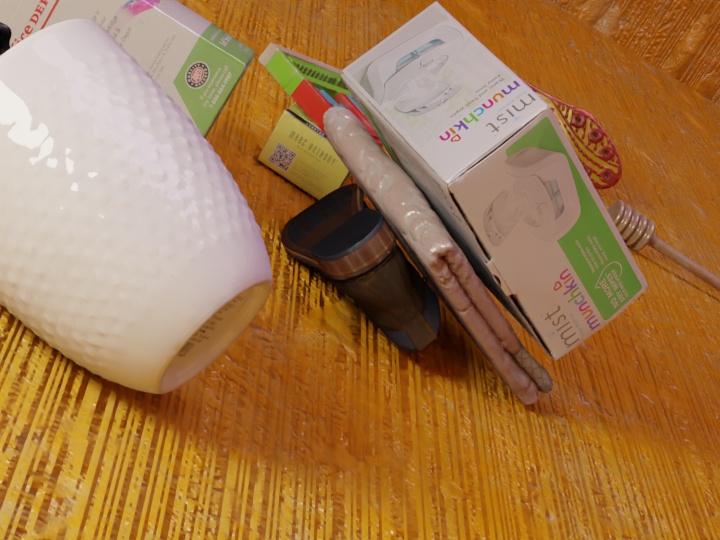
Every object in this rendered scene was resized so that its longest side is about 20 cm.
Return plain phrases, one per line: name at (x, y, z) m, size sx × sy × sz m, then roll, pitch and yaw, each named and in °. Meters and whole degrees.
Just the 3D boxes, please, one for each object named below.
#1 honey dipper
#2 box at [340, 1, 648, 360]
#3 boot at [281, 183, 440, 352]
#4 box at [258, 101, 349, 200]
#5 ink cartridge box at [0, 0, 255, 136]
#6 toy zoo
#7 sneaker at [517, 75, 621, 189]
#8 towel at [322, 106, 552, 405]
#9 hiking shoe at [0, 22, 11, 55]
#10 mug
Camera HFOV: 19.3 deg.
honey dipper at (0.342, -0.009, 2.230) m, size 0.199 × 0.038 × 0.038 m, roll 31°, pitch 16°, yaw -17°
box at (0.095, -0.063, 1.531) m, size 0.200 × 0.096 × 0.177 m, roll 56°, pitch -5°, yaw -40°
boot at (0.000, 0.000, 1.542) m, size 0.097 × 0.074 × 0.200 m, roll 56°, pitch -1°, yaw -16°
box at (-0.029, -0.114, 1.798) m, size 0.075 × 0.050 × 0.200 m, roll 33°, pitch 17°, yaw -2°
ink cartridge box at (-0.189, -0.155, 1.493) m, size 0.199 × 0.118 × 0.067 m, roll 32°, pitch 15°, yaw -5°
toy zoo at (0.013, -0.105, 1.732) m, size 0.200 × 0.020 × 0.131 m, roll 49°, pitch 18°, yaw 29°
sneaker at (0.215, -0.164, 2.371) m, size 0.200 × 0.073 × 0.077 m, roll 40°, pitch 8°, yaw 14°
towel at (0.056, -0.012, 1.562) m, size 0.191 × 0.032 × 0.200 m, roll 54°, pitch -1°, yaw -41°
hiking shoe at (-0.199, -0.093, 1.324) m, size 0.200 × 0.101 × 0.076 m, roll 39°, pitch 18°, yaw 20°
mug at (-0.138, -0.018, 1.189) m, size 0.175 × 0.148 × 0.200 m, roll 45°, pitch -11°, yaw 12°
